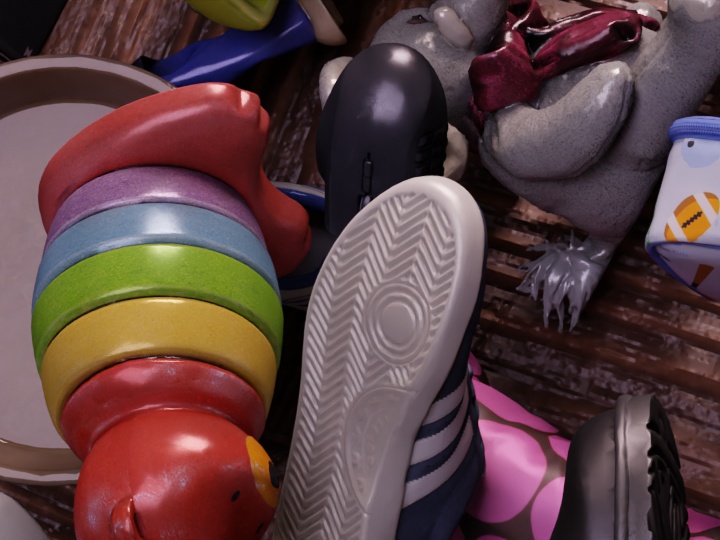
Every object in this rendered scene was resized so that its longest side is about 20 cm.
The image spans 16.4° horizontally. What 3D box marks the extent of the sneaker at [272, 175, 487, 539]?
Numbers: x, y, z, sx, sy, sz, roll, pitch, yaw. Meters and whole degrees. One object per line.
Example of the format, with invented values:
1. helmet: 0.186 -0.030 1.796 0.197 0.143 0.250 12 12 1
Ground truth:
1. sneaker: 0.023 0.051 1.045 0.075 0.084 0.201 35 119 35

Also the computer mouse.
1. computer mouse: 0.000 0.000 1.080 0.058 0.034 0.201 12 107 17

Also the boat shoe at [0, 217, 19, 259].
1. boat shoe: -0.159 0.012 1.218 0.200 0.063 0.071 41 118 2

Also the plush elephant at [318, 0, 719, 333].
1. plush elephant: 0.073 -0.091 1.131 0.154 0.165 0.200 28 113 3

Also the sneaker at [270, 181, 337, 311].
1. sneaker: -0.068 -0.019 1.215 0.199 0.088 0.076 0 77 25

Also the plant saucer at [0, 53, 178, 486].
1. plant saucer: -0.138 0.000 1.155 0.199 0.029 0.201 -1 82 7

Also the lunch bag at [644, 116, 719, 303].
1. lunch bag: 0.227 -0.011 1.041 0.199 0.160 0.076 10 80 27

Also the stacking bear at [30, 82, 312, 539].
1. stacking bear: -0.079 0.042 1.024 0.113 0.122 0.201 -12 51 8

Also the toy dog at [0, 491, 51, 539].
1. toy dog: -0.123 0.195 1.160 0.096 0.132 0.201 -39 72 49

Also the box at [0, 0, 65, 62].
1. box: -0.199 -0.229 1.340 0.141 0.079 0.200 27 87 25

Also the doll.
1. doll: -0.102 -0.082 1.242 0.200 0.137 0.049 -33 107 7

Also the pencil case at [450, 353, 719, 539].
1. pencil case: 0.084 0.100 1.117 0.200 0.094 0.091 33 135 27

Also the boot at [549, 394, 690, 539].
1. boot: 0.046 0.148 1.003 0.157 0.079 0.212 2 70 18

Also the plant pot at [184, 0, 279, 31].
1. plant pot: -0.051 -0.247 1.175 0.181 0.200 0.199 -36 25 34
